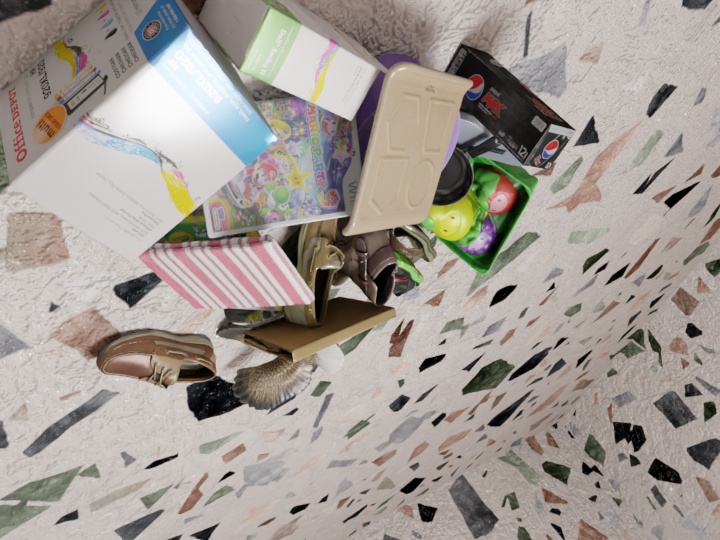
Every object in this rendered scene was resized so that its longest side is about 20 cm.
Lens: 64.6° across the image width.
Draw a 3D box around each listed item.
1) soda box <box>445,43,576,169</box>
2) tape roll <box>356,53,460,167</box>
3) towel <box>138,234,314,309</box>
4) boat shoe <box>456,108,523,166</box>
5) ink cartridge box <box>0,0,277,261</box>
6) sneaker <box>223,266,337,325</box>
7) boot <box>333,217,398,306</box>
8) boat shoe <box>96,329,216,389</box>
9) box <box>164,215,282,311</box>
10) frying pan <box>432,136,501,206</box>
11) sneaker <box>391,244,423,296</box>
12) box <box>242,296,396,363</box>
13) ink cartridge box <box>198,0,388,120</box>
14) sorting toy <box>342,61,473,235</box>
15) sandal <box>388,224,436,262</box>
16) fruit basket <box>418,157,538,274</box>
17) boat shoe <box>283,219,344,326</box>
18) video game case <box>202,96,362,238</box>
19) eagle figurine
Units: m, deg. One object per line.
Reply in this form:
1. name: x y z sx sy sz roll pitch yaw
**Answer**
1. soda box: 0.199 -0.228 0.786 0.069 0.202 0.064 -2 137 -40
2. tape roll: 0.037 -0.186 0.797 0.196 0.086 0.203 -24 146 -17
3. towel: -0.170 0.002 0.735 0.193 0.031 0.147 -3 149 16
4. boat shoe: 0.199 -0.228 0.904 0.193 0.070 0.074 11 157 -15
5. ink cartridge box: -0.213 -0.146 0.546 0.198 0.149 0.145 -38 144 4
6. sneaker: -0.127 0.048 0.943 0.195 0.076 0.085 -20 159 -11
7. boot: 0.000 0.000 0.935 0.069 0.148 0.203 -19 144 -24
8. boat shoe: -0.308 0.144 0.893 0.196 0.072 0.076 4 131 -46
9. box: -0.184 -0.013 0.788 0.113 0.050 0.202 3 150 12
10. frying pan: 0.143 -0.181 0.895 0.113 0.031 0.191 28 131 -8
11. sneaker: 0.056 0.004 1.060 0.084 0.077 0.200 -42 146 6
12. box: -0.065 0.087 0.900 0.196 0.161 0.022 -18 105 -35
13. ink cartridge box: -0.059 -0.234 0.612 0.197 0.118 0.068 9 125 -48
14. sorting toy: 0.055 -0.144 0.697 0.183 0.036 0.205 -15 129 -54
15. sandal: 0.086 -0.053 1.011 0.057 0.080 0.201 -41 148 2
16. fruit basket: 0.198 -0.101 1.015 0.215 0.155 0.218 -42 158 -21
17. boat shoe: -0.058 -0.014 0.865 0.073 0.065 0.207 5 100 -63
18. video game case: -0.095 -0.127 0.679 0.194 0.018 0.148 -10 100 -11
19. eagle figurine: -0.138 0.146 1.013 0.196 0.155 0.151 -22 166 -29
